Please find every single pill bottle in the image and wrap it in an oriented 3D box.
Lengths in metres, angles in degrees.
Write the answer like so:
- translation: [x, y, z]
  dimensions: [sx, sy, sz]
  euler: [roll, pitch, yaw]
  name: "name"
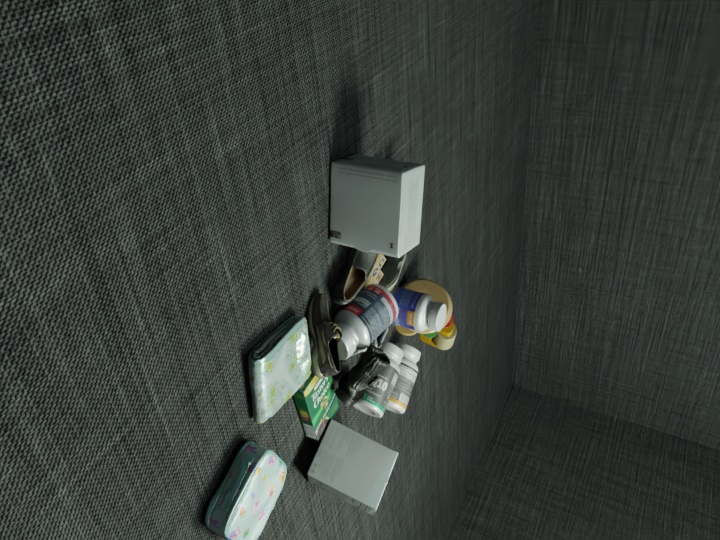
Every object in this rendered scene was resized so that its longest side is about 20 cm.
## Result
- translation: [0.051, 0.321, 1.764]
  dimensions: [0.204, 0.110, 0.114]
  euler: [-66, 152, -23]
  name: "pill bottle"
- translation: [0.121, 0.346, 1.914]
  dimensions: [0.204, 0.114, 0.117]
  euler: [-69, 152, -18]
  name: "pill bottle"
- translation: [0.154, 0.118, 1.782]
  dimensions: [0.112, 0.195, 0.115]
  euler: [-35, 132, -52]
  name: "pill bottle"
- translation: [-0.001, 0.137, 1.555]
  dimensions: [0.199, 0.118, 0.122]
  euler: [-40, 137, -35]
  name: "pill bottle"

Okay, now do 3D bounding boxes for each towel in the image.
- translation: [-0.177, 0.217, 1.329]
  dimensions: [0.200, 0.047, 0.176]
  euler: [-40, 135, -51]
  name: "towel"

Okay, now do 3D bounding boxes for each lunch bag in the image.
- translation: [-0.244, 0.478, 1.278]
  dimensions: [0.203, 0.075, 0.162]
  euler: [-63, 149, -27]
  name: "lunch bag"

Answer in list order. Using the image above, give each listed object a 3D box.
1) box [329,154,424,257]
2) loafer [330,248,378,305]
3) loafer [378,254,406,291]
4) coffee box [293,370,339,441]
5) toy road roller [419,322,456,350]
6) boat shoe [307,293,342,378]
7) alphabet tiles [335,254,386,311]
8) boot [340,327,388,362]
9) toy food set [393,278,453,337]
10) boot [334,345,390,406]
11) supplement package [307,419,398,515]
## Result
- translation: [0.038, -0.160, 1.424]
  dimensions: [0.130, 0.194, 0.206]
  euler: [-32, 129, -55]
  name: "box"
- translation: [0.000, 0.000, 1.505]
  dimensions: [0.072, 0.072, 0.204]
  euler: [31, 80, -20]
  name: "loafer"
- translation: [0.088, 0.015, 1.755]
  dimensions: [0.064, 0.070, 0.202]
  euler: [85, 27, -46]
  name: "loafer"
- translation: [-0.112, 0.325, 1.510]
  dimensions: [0.124, 0.043, 0.204]
  euler: [-53, 145, -41]
  name: "coffee box"
- translation: [0.239, 0.154, 1.971]
  dimensions: [0.148, 0.196, 0.124]
  euler: [-57, 165, -28]
  name: "toy road roller"
- translation: [-0.078, 0.156, 1.433]
  dimensions: [0.074, 0.071, 0.207]
  euler: [2, 82, -67]
  name: "boat shoe"
- translation: [0.003, 0.033, 1.607]
  dimensions: [0.203, 0.006, 0.167]
  euler: [-58, 150, -11]
  name: "alphabet tiles"
- translation: [0.002, 0.194, 1.626]
  dimensions: [0.200, 0.093, 0.075]
  euler: [-47, 141, -46]
  name: "boot"
- translation: [0.202, 0.118, 1.891]
  dimensions: [0.049, 0.192, 0.205]
  euler: [92, 4, -58]
  name: "toy food set"
- translation: [0.012, 0.273, 1.591]
  dimensions: [0.159, 0.079, 0.211]
  euler: [-53, 178, 4]
  name: "boot"
- translation: [-0.022, 0.524, 1.569]
  dimensions: [0.152, 0.196, 0.154]
  euler: [96, 19, -63]
  name: "supplement package"
